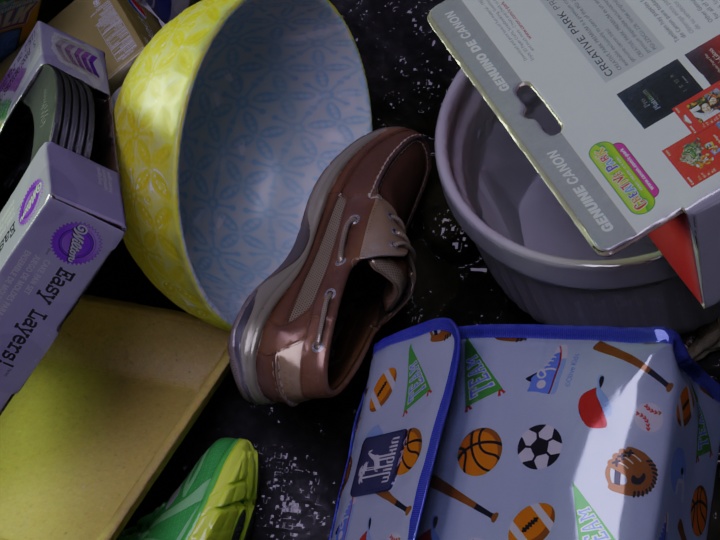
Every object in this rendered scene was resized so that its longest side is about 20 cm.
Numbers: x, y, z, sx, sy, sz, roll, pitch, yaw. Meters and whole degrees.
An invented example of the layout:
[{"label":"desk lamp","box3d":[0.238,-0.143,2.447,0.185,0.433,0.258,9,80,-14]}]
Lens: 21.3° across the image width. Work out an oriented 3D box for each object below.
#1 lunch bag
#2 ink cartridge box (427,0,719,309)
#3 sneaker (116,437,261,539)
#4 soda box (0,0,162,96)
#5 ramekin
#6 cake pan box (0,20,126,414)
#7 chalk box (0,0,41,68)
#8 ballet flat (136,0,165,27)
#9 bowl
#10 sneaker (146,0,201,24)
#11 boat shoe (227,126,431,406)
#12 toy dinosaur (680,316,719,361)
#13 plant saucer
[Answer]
[{"label":"lunch bag","box3d":[0.077,0.119,1.019,0.199,0.124,0.171,2,66,30]},{"label":"ink cartridge box","box3d":[0.155,-0.089,0.969,0.175,0.084,0.200,-28,51,-3]},{"label":"sneaker","box3d":[-0.128,0.169,1.066,0.083,0.074,0.200,32,77,19]},{"label":"soda box","box3d":[-0.201,-0.085,1.174,0.200,0.068,0.064,-37,63,11]},{"label":"ramekin","box3d":[0.148,-0.053,1.066,0.199,0.105,0.201,-9,52,12]},{"label":"cake pan box","box3d":[-0.197,-0.015,1.050,0.200,0.052,0.185,-52,31,26]},{"label":"chalk box","box3d":[-0.271,-0.173,1.125,0.124,0.200,0.125,-30,76,-27]},{"label":"ballet flat","box3d":[-0.133,-0.171,1.238,0.066,0.057,0.201,7,75,12]},{"label":"bowl","box3d":[-0.088,-0.068,1.107,0.107,0.200,0.201,8,68,32]},{"label":"sneaker","box3d":[-0.082,-0.244,1.210,0.115,0.081,0.199,42,65,4]},{"label":"boat shoe","box3d":[0.000,0.000,1.094,0.071,0.076,0.201,9,55,31]},{"label":"toy dinosaur","box3d":[0.272,0.046,1.047,0.198,0.048,0.089,-4,59,8]},{"label":"plant saucer","box3d":[-0.187,0.094,1.088,0.199,0.049,0.200,9,40,22]}]
